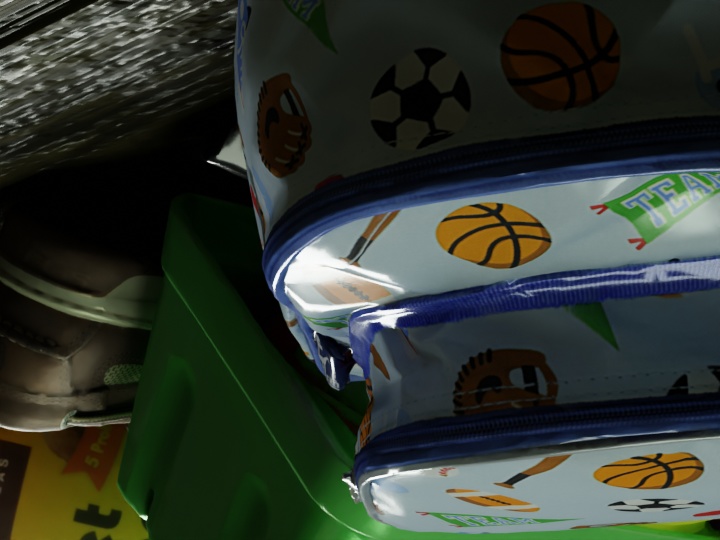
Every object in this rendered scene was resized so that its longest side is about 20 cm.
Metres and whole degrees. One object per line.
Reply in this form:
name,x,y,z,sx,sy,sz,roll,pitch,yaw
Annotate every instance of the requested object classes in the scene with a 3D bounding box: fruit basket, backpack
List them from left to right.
fruit basket,0.057,0.029,0.673,0.215,0.156,0.216,-18,134,-19
backpack,0.057,-0.023,0.500,0.200,0.154,0.191,-11,160,4

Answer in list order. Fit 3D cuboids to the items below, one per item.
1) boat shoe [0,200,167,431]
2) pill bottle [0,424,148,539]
boat shoe,-0.053,0.027,0.770,0.075,0.075,0.202,26,-171,37
pill bottle,-0.092,0.080,0.839,0.200,0.109,0.109,13,169,-1
